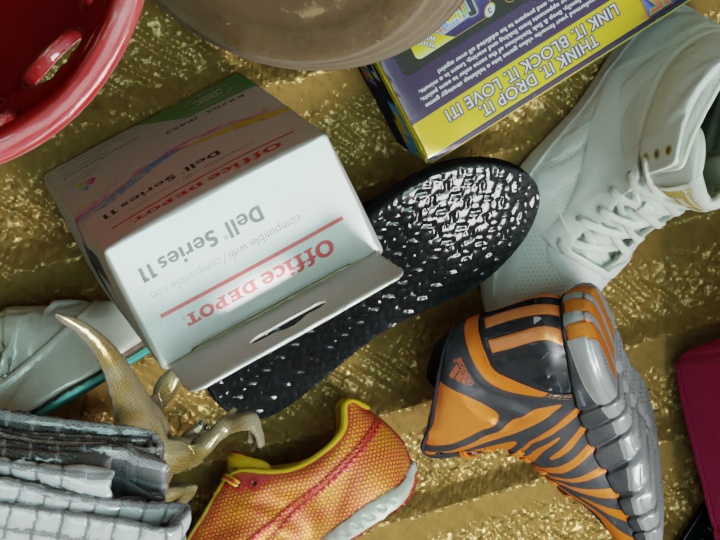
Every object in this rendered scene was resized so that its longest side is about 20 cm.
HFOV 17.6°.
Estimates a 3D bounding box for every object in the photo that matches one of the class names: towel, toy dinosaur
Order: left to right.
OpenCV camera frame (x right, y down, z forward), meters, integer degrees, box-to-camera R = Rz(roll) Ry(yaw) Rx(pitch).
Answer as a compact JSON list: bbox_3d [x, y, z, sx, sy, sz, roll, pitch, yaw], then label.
[{"bbox_3d":[-0.188,0.142,1.085,0.200,0.086,0.166,8,119,-9],"label":"towel"},{"bbox_3d":[-0.102,0.084,1.132,0.101,0.058,0.200,-30,150,-29],"label":"toy dinosaur"}]

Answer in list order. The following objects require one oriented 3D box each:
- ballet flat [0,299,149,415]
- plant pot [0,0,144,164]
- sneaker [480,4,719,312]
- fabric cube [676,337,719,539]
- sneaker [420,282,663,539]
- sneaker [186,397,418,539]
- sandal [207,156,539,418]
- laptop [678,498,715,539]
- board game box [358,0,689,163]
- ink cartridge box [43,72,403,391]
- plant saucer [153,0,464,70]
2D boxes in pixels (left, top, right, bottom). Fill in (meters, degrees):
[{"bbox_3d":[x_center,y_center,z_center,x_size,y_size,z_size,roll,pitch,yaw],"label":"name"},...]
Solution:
[{"bbox_3d":[-0.182,0.058,1.144,0.200,0.069,0.069,-36,113,-5],"label":"ballet flat"},{"bbox_3d":[-0.199,-0.155,1.004,0.200,0.183,0.201,-4,108,-12],"label":"plant pot"},{"bbox_3d":[0.138,-0.039,1.190,0.074,0.116,0.200,26,98,-24],"label":"sneaker"},{"bbox_3d":[0.308,0.110,1.211,0.196,0.199,0.200,-14,89,-16],"label":"fabric cube"},{"bbox_3d":[0.094,0.084,1.238,0.112,0.078,0.200,-11,133,16],"label":"sneaker"},{"bbox_3d":[-0.065,0.141,1.209,0.200,0.073,0.077,-38,91,-9],"label":"sneaker"},{"bbox_3d":[0.000,0.000,1.194,0.200,0.045,0.075,-35,123,11],"label":"sandal"},{"bbox_3d":[0.254,0.220,1.306,0.177,0.103,0.200,31,94,-24],"label":"laptop"},{"bbox_3d":[0.072,-0.177,1.162,0.200,0.057,0.165,-32,114,-8],"label":"board game box"},{"bbox_3d":[-0.067,-0.023,1.079,0.117,0.200,0.067,-29,112,-9],"label":"ink cartridge box"},{"bbox_3d":[-0.037,-0.175,1.077,0.200,0.029,0.200,10,127,14],"label":"plant saucer"}]
